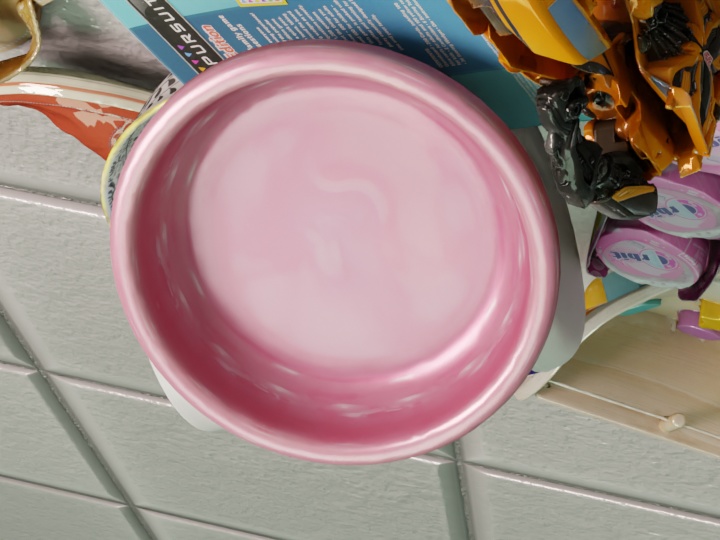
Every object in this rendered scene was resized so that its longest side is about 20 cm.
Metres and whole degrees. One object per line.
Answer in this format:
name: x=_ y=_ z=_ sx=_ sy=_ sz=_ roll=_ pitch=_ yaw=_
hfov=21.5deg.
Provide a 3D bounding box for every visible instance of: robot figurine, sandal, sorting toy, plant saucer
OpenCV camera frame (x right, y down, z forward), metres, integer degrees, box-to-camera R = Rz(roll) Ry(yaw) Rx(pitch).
robot figurine: x=0.086 y=-0.114 z=0.729 sx=0.058 sy=0.145 sz=0.200 roll=-11 pitch=136 yaw=36
sandal: x=-0.213 y=-0.140 z=1.075 sx=0.077 sy=0.070 sz=0.212 roll=27 pitch=155 yaw=-24
sorting toy: x=0.220 y=0.043 z=1.150 sx=0.199 sy=0.107 sz=0.180 roll=19 pitch=160 yaw=-7
plant saucer: x=-0.010 y=-0.011 z=0.843 sx=0.200 sy=0.051 sz=0.201 roll=5 pitch=115 yaw=10

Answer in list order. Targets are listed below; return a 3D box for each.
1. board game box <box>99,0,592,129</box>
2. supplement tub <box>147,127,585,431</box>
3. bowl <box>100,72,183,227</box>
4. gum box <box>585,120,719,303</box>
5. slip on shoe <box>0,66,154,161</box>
board game box: x=-0.005 y=-0.118 z=0.832 sx=0.199 sy=0.047 sz=0.151 roll=-4 pitch=146 yaw=37
supplement tub: x=0.000 y=0.000 z=0.956 sx=0.199 sy=0.146 sz=0.145 roll=-15 pitch=147 yaw=18
bowl: x=-0.042 y=-0.073 z=1.056 sx=0.200 sy=0.094 sz=0.201 roll=-1 pitch=143 yaw=-1
gum box: x=0.163 y=-0.075 z=0.921 sx=0.066 sy=0.114 sz=0.200 roll=14 pitch=157 yaw=4
slip on shoe: x=-0.136 y=-0.081 z=1.150 sx=0.199 sy=0.061 sz=0.074 roll=17 pitch=-173 yaw=-6
